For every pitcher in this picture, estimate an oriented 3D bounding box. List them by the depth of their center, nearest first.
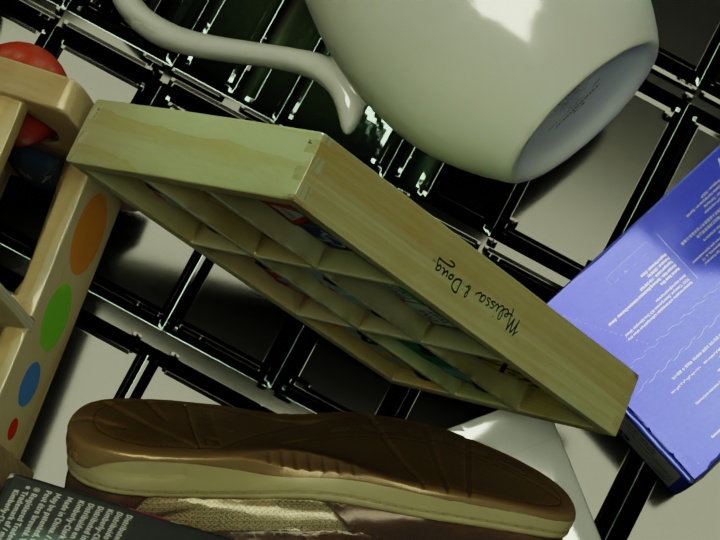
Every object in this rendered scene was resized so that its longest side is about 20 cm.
[{"bbox_3d":[0.007,-0.116,1.158,0.172,0.121,0.200,-45,74,9],"label":"pitcher"}]

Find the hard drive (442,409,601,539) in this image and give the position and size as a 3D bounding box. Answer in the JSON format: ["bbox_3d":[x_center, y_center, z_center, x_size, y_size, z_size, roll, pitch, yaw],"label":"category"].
[{"bbox_3d":[0.048,0.166,1.141,0.131,0.025,0.201,-20,81,-8],"label":"hard drive"}]

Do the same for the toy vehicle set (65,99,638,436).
[{"bbox_3d":[0.000,0.000,1.068,0.200,0.124,0.027,36,73,-41],"label":"toy vehicle set"}]

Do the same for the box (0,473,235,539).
[{"bbox_3d":[-0.058,0.175,1.051,0.199,0.123,0.106,17,42,8],"label":"box"}]

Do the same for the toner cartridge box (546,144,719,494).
[{"bbox_3d":[0.172,-0.010,1.177,0.200,0.043,0.095,-41,86,-11],"label":"toner cartridge box"}]

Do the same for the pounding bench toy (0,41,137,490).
[{"bbox_3d":[-0.205,-0.026,1.105,0.199,0.124,0.157,18,77,13],"label":"pounding bench toy"}]

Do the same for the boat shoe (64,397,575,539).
[{"bbox_3d":[-0.018,0.099,1.111,0.199,0.072,0.072,6,109,-11],"label":"boat shoe"}]
